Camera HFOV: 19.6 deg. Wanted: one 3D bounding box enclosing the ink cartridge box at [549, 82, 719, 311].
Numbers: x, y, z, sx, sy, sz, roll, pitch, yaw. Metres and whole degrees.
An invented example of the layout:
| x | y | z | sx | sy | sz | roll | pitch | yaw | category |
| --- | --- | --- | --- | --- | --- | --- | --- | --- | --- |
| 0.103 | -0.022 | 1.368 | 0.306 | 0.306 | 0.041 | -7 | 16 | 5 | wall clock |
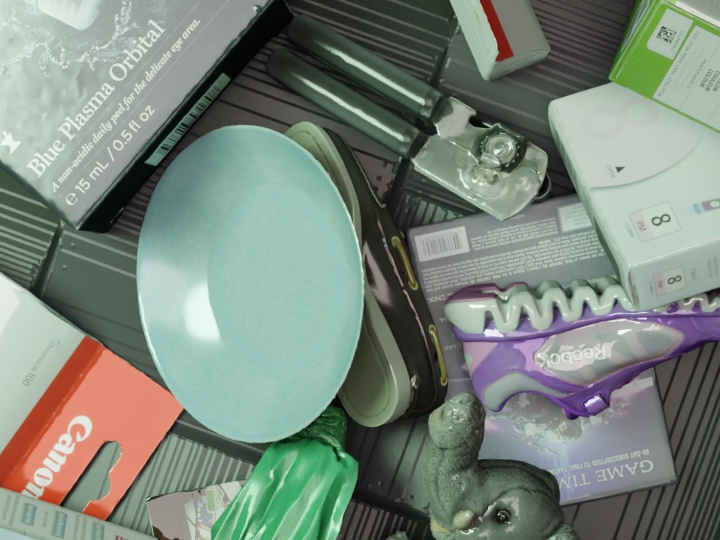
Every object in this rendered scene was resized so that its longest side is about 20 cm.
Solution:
| x | y | z | sx | sy | sz | roll | pitch | yaw | category |
| --- | --- | --- | --- | --- | --- | --- | --- | --- | --- |
| 0.237 | -0.071 | 1.306 | 0.200 | 0.057 | 0.163 | -20 | 44 | 1 | ink cartridge box |

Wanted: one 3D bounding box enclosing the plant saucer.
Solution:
| x | y | z | sx | sy | sz | roll | pitch | yaw | category |
| --- | --- | --- | --- | --- | --- | --- | --- | --- | --- |
| -0.061 | 0.008 | 1.323 | 0.201 | 0.039 | 0.201 | 3 | 95 | 42 | plant saucer |

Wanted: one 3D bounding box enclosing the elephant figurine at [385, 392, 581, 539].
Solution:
| x | y | z | sx | sy | sz | roll | pitch | yaw | category |
| --- | --- | --- | --- | --- | --- | --- | --- | --- | --- |
| 0.086 | 0.175 | 1.289 | 0.142 | 0.155 | 0.200 | 44 | 118 | 18 | elephant figurine |

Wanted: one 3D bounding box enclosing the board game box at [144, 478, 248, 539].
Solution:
| x | y | z | sx | sy | sz | roll | pitch | yaw | category |
| --- | --- | --- | --- | --- | --- | --- | --- | --- | --- |
| -0.072 | 0.237 | 1.366 | 0.105 | 0.023 | 0.200 | -10 | 89 | -2 | board game box |

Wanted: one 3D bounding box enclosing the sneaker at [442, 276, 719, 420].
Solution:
| x | y | z | sx | sy | sz | roll | pitch | yaw | category |
| --- | --- | --- | --- | --- | --- | --- | --- | --- | --- |
| 0.155 | 0.050 | 1.329 | 0.200 | 0.080 | 0.089 | -4 | 96 | 5 | sneaker |

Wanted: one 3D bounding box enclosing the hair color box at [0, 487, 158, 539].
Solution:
| x | y | z | sx | sy | sz | roll | pitch | yaw | category |
| --- | --- | --- | --- | --- | --- | --- | --- | --- | --- |
| -0.228 | 0.175 | 1.297 | 0.200 | 0.099 | 0.061 | 19 | 95 | -8 | hair color box |

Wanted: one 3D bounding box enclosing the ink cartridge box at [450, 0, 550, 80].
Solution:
| x | y | z | sx | sy | sz | roll | pitch | yaw | category |
| --- | --- | --- | --- | --- | --- | --- | --- | --- | --- |
| 0.069 | -0.204 | 1.284 | 0.050 | 0.200 | 0.161 | -23 | 90 | -1 | ink cartridge box |

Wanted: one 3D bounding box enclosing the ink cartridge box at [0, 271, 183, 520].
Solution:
| x | y | z | sx | sy | sz | roll | pitch | yaw | category |
| --- | --- | --- | --- | --- | --- | --- | --- | --- | --- |
| -0.242 | 0.093 | 1.356 | 0.200 | 0.057 | 0.163 | 35 | 89 | 5 | ink cartridge box |

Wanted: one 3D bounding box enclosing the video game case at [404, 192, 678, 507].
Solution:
| x | y | z | sx | sy | sz | roll | pitch | yaw | category |
| --- | --- | --- | --- | --- | --- | --- | --- | --- | --- |
| 0.119 | 0.056 | 1.371 | 0.143 | 0.019 | 0.200 | -12 | 90 | 0 | video game case |

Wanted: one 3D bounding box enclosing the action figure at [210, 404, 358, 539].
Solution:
| x | y | z | sx | sy | sz | roll | pitch | yaw | category |
| --- | --- | --- | --- | --- | --- | --- | --- | --- | --- |
| -0.053 | 0.177 | 1.323 | 0.118 | 0.055 | 0.200 | 19 | 77 | 24 | action figure |

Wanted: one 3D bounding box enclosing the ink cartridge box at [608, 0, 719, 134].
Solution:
| x | y | z | sx | sy | sz | roll | pitch | yaw | category |
| --- | --- | --- | --- | --- | --- | --- | --- | --- | --- |
| 0.273 | -0.139 | 1.307 | 0.200 | 0.148 | 0.076 | 27 | 132 | -1 | ink cartridge box |

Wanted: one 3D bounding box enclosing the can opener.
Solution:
| x | y | z | sx | sy | sz | roll | pitch | yaw | category |
| --- | --- | --- | --- | --- | --- | --- | --- | --- | --- |
| 0.034 | -0.097 | 1.363 | 0.200 | 0.067 | 0.053 | 32 | 89 | 14 | can opener |

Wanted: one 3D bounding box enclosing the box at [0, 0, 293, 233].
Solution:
| x | y | z | sx | sy | sz | roll | pitch | yaw | category |
| --- | --- | --- | --- | --- | --- | --- | --- | --- | --- |
| -0.183 | -0.159 | 1.323 | 0.200 | 0.117 | 0.197 | 41 | 91 | 1 | box |

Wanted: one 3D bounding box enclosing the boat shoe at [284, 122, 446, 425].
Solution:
| x | y | z | sx | sy | sz | roll | pitch | yaw | category |
| --- | --- | --- | --- | --- | --- | --- | --- | --- | --- |
| 0.000 | 0.000 | 1.346 | 0.061 | 0.072 | 0.201 | -7 | 76 | -44 | boat shoe |
